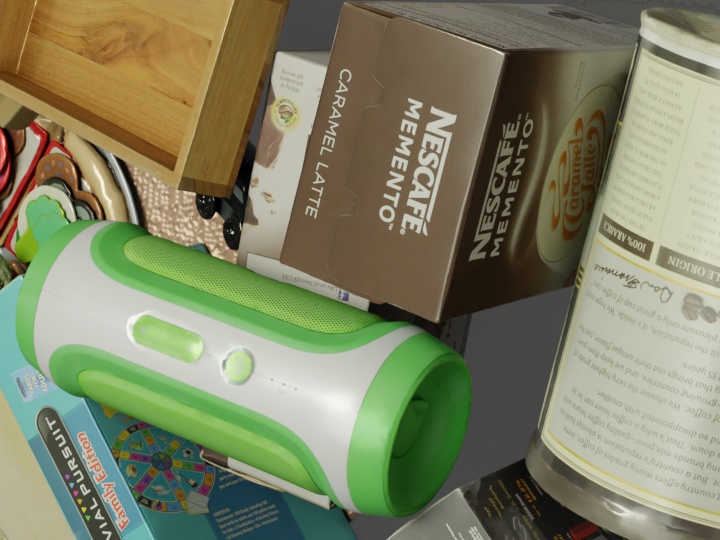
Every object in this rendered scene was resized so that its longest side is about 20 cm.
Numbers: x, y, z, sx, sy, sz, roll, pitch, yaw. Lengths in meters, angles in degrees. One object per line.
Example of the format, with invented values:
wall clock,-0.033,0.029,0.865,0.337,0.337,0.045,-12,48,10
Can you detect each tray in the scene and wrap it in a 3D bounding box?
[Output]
tray,-0.117,-0.114,0.965,0.199,0.037,0.099,28,104,46

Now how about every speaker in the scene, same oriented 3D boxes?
speaker,-0.053,0.040,0.874,0.199,0.088,0.089,19,106,28

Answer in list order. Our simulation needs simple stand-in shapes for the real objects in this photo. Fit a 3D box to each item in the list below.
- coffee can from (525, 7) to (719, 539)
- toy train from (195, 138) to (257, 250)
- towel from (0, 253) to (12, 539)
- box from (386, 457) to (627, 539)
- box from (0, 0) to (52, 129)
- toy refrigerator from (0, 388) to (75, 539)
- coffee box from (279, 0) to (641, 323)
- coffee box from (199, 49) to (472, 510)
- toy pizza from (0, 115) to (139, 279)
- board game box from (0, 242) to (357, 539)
coffee can,0.163,0.006,0.837,0.146,0.146,0.202,21,107,27
toy train,-0.095,-0.080,1.018,0.200,0.034,0.046,47,133,38
towel,-0.235,0.079,1.128,0.147,0.036,0.202,1,110,33
box,0.116,0.175,0.882,0.050,0.157,0.201,-39,77,29
box,-0.158,-0.199,1.057,0.200,0.021,0.164,-44,60,28
toy refrigerator,-0.148,0.108,1.042,0.070,0.076,0.201,-28,100,17
coffee box,0.061,-0.052,0.860,0.079,0.199,0.115,21,107,27
coffee box,0.000,0.000,0.956,0.079,0.113,0.202,18,105,28
toy pizza,-0.208,-0.010,1.128,0.199,0.032,0.202,4,99,31
board game box,-0.092,0.091,1.002,0.047,0.151,0.201,-34,78,30
